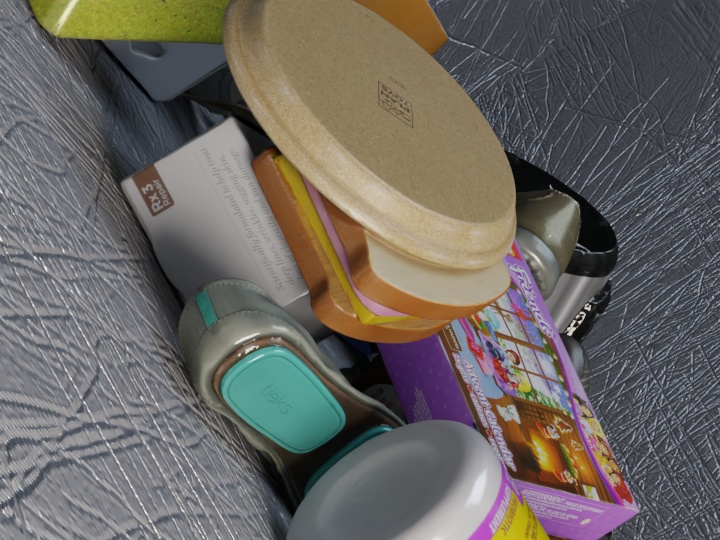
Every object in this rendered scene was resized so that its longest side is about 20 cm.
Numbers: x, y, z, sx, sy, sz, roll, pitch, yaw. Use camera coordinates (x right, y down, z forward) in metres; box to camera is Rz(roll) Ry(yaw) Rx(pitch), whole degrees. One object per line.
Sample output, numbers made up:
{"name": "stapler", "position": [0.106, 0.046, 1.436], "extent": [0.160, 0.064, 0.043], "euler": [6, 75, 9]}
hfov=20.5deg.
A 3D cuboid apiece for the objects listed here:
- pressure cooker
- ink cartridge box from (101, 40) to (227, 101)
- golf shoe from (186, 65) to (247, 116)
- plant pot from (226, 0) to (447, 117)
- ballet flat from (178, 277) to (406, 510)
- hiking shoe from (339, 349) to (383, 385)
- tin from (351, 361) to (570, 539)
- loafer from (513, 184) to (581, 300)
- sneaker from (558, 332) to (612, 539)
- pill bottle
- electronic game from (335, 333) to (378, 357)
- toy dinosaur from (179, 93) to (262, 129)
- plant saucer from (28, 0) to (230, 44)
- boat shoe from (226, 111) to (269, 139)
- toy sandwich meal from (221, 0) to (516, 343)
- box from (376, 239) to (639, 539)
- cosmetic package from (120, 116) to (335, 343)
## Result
{"name": "pressure cooker", "position": [0.083, 0.020, 1.529], "extent": [0.176, 0.200, 0.179], "euler": [12, 26, -37]}
{"name": "ink cartridge box", "position": [-0.153, -0.225, 1.243], "extent": [0.200, 0.085, 0.145], "euler": [63, 7, 25]}
{"name": "golf shoe", "position": [-0.077, -0.165, 1.353], "extent": [0.097, 0.078, 0.200], "euler": [35, -25, -28]}
{"name": "plant pot", "position": [-0.035, -0.197, 1.654], "extent": [0.200, 0.183, 0.200], "euler": [59, 5, -9]}
{"name": "ballet flat", "position": [-0.022, 0.069, 0.943], "extent": [0.200, 0.067, 0.064], "euler": [54, 2, -46]}
{"name": "hiking shoe", "position": [0.063, 0.126, 1.223], "extent": [0.200, 0.101, 0.076], "euler": [56, 9, -23]}
{"name": "tin", "position": [0.056, 0.140, 1.120], "extent": [0.200, 0.042, 0.112], "euler": [60, -34, 12]}
{"name": "loafer", "position": [0.080, -0.008, 1.260], "extent": [0.075, 0.070, 0.200], "euler": [50, -24, -14]}
{"name": "sneaker", "position": [0.112, 0.133, 1.188], "extent": [0.090, 0.200, 0.066], "euler": [2, 13, -40]}
{"name": "pill bottle", "position": [0.057, 0.172, 0.899], "extent": [0.200, 0.104, 0.104], "euler": [57, 6, -24]}
{"name": "electronic game", "position": [0.000, 0.000, 1.262], "extent": [0.200, 0.042, 0.200], "euler": [36, -25, 19]}
{"name": "toy dinosaur", "position": [-0.028, -0.074, 1.351], "extent": [0.200, 0.058, 0.101], "euler": [38, -5, 32]}
{"name": "plant saucer", "position": [-0.109, -0.216, 1.115], "extent": [0.199, 0.048, 0.200], "euler": [-2, 55, -36]}
{"name": "boat shoe", "position": [-0.047, -0.049, 1.439], "extent": [0.071, 0.070, 0.201], "euler": [6, 55, -54]}
{"name": "toy sandwich meal", "position": [-0.001, -0.055, 0.992], "extent": [0.205, 0.070, 0.205], "euler": [33, 30, -21]}
{"name": "box", "position": [0.063, 0.045, 1.070], "extent": [0.137, 0.039, 0.200], "euler": [20, 40, -49]}
{"name": "cosmetic package", "position": [-0.053, -0.012, 1.068], "extent": [0.102, 0.074, 0.200], "euler": [60, 4, 7]}
